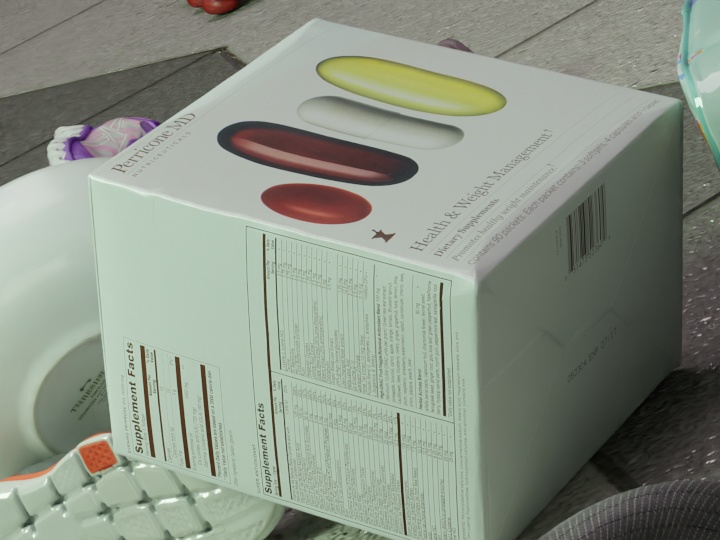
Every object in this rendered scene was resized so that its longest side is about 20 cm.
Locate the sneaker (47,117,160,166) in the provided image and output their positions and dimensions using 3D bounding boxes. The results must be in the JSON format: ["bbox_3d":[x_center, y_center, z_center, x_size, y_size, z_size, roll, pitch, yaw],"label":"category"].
[{"bbox_3d":[-0.169,-0.069,2.119,0.088,0.081,0.200,-15,15,0],"label":"sneaker"}]

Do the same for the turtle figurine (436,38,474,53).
[{"bbox_3d":[-0.005,-0.085,1.902,0.149,0.101,0.200,-11,14,37],"label":"turtle figurine"}]

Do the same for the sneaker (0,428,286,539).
[{"bbox_3d":[-0.110,0.104,1.456,0.199,0.077,0.082,-12,12,33],"label":"sneaker"}]

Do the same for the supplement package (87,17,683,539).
[{"bbox_3d":[0.016,0.002,1.355,0.199,0.148,0.191,14,34,28],"label":"supplement package"}]

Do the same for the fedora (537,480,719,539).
[{"bbox_3d":[0.087,0.165,0.865,0.090,0.177,0.200,-48,4,43],"label":"fedora"}]

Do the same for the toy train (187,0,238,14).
[{"bbox_3d":[-0.115,-0.299,2.809,0.115,0.085,0.200,-15,14,-12],"label":"toy train"}]

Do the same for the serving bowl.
[{"bbox_3d":[-0.135,0.044,1.517,0.199,0.201,0.066,-26,44,-10],"label":"serving bowl"}]

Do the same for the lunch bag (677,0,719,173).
[{"bbox_3d":[0.215,-0.069,1.413,0.077,0.161,0.200,-23,20,19],"label":"lunch bag"}]
